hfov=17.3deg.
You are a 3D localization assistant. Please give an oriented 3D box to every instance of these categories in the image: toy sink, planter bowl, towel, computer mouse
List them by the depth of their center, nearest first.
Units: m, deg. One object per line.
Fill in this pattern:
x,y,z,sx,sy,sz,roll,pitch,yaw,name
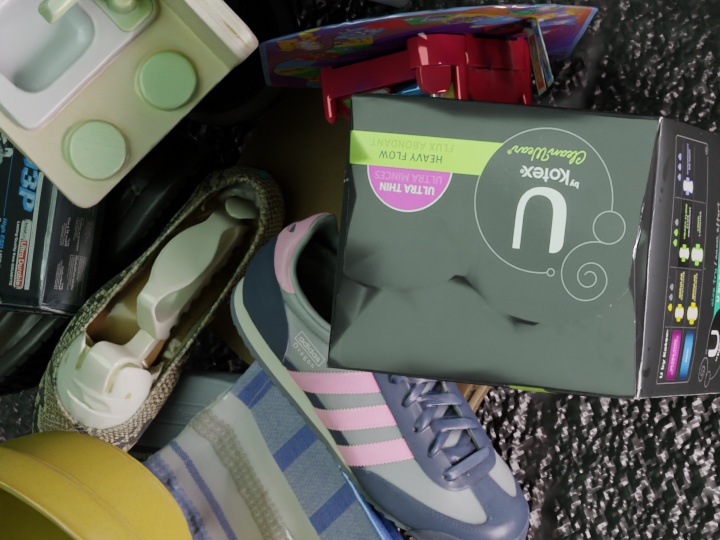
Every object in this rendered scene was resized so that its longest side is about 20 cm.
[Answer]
-0.141,-0.111,1.157,0.112,0.200,0.130,-45,98,-6,toy sink
-0.146,0.143,1.216,0.200,0.083,0.201,27,143,22,planter bowl
-0.070,0.148,1.248,0.200,0.024,0.147,-41,68,30,towel
-0.103,-0.142,1.319,0.200,0.053,0.139,28,98,31,computer mouse

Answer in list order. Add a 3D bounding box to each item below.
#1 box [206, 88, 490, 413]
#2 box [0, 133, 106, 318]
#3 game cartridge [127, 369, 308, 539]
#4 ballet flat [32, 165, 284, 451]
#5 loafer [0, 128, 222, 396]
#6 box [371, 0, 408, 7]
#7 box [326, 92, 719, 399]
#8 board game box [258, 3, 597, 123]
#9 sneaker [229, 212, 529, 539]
0.000,0.000,1.271,0.200,0.021,0.164,40,107,30,box
-0.210,-0.080,1.317,0.159,0.046,0.200,5,86,33,box
-0.087,0.122,1.296,0.200,0.041,0.133,4,97,37,game cartridge
-0.113,0.025,1.255,0.068,0.075,0.200,37,89,3,ballet flat
-0.162,-0.011,1.349,0.071,0.073,0.200,45,100,16,loafer
-0.046,-0.268,1.224,0.171,0.199,0.200,32,104,31,box
0.093,-0.008,1.088,0.148,0.200,0.125,5,91,24,box
0.032,-0.090,1.152,0.158,0.200,0.039,-6,85,-1,board game box
0.017,0.058,1.179,0.200,0.070,0.082,45,138,9,sneaker
